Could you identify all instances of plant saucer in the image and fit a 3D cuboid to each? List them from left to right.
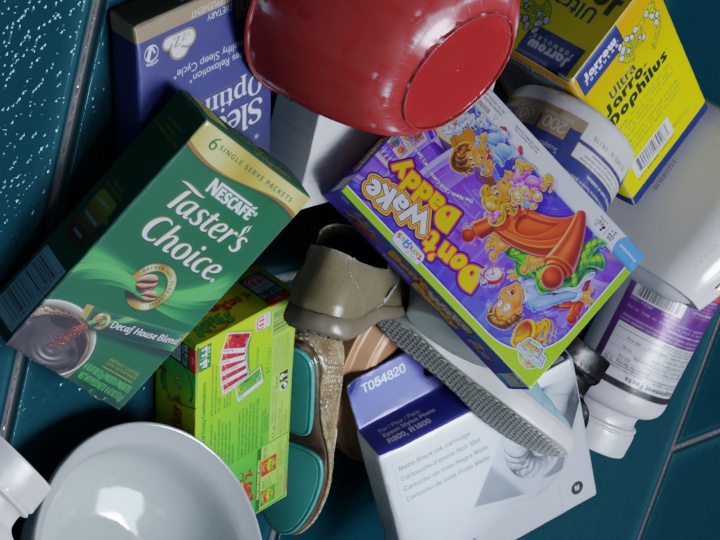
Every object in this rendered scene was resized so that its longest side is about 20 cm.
[{"bbox_3d":[0.047,0.075,1.733,0.200,0.032,0.202,-34,141,-33],"label":"plant saucer"}]

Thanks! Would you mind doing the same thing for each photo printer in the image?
[{"bbox_3d":[0.260,-0.070,1.738,0.167,0.199,0.069,-54,147,-3],"label":"photo printer"}]

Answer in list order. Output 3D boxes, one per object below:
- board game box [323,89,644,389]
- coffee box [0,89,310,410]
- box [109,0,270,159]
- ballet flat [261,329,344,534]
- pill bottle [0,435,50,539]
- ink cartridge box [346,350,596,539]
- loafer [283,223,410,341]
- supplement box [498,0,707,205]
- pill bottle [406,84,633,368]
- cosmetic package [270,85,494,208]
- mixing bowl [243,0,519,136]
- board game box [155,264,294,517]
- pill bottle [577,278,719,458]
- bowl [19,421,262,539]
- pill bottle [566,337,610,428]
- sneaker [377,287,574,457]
[{"bbox_3d":[0.091,-0.032,1.479,0.200,0.045,0.135,45,76,-11],"label":"board game box"},{"bbox_3d":[-0.139,-0.011,1.354,0.200,0.044,0.123,-47,137,5],"label":"coffee box"},{"bbox_3d":[-0.112,-0.102,1.380,0.121,0.032,0.201,-30,139,-36],"label":"box"},{"bbox_3d":[-0.040,0.122,1.630,0.065,0.070,0.201,-42,150,-47],"label":"ballet flat"},{"bbox_3d":[-0.294,0.186,1.303,0.200,0.112,0.113,-49,146,-14],"label":"pill bottle"},{"bbox_3d":[0.097,0.143,1.713,0.198,0.041,0.202,-27,119,-20],"label":"ink cartridge box"},{"bbox_3d":[0.000,0.000,1.526,0.200,0.075,0.068,-47,155,-72],"label":"loafer"},{"bbox_3d":[0.187,-0.162,1.650,0.110,0.108,0.200,-52,147,-9],"label":"supplement box"},{"bbox_3d":[0.118,-0.032,1.571,0.201,0.110,0.111,-59,148,-13],"label":"pill bottle"},{"bbox_3d":[0.015,-0.109,1.519,0.199,0.050,0.083,-17,130,-46],"label":"cosmetic package"},{"bbox_3d":[0.033,-0.164,1.354,0.199,0.108,0.201,-34,153,-20],"label":"mixing bowl"},{"bbox_3d":[-0.103,0.105,1.546,0.101,0.047,0.202,-28,136,-37],"label":"board game box"},{"bbox_3d":[0.256,0.070,1.929,0.111,0.111,0.201,11,108,-55],"label":"pill bottle"},{"bbox_3d":[-0.172,0.214,1.472,0.200,0.090,0.203,11,72,-38],"label":"bowl"},{"bbox_3d":[0.134,0.143,1.828,0.201,0.111,0.112,-57,147,-1],"label":"pill bottle"},{"bbox_3d":[0.109,0.067,1.650,0.200,0.074,0.082,42,70,-15],"label":"sneaker"}]
